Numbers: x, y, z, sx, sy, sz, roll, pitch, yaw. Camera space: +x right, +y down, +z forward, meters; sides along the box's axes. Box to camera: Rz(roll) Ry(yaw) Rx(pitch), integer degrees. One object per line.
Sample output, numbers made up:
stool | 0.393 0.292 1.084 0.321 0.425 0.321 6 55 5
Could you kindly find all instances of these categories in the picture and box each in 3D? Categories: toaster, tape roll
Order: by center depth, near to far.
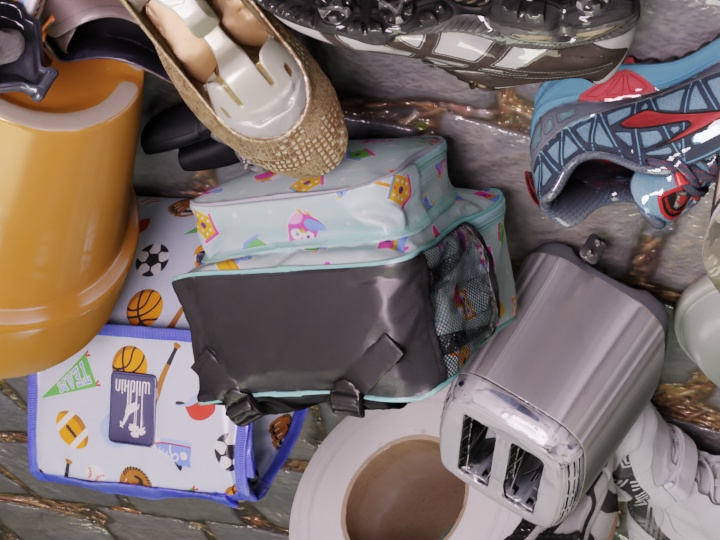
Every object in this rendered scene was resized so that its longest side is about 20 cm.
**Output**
toaster | 0.123 0.077 1.210 0.113 0.130 0.200 30 156 13
tape roll | 0.063 0.204 1.426 0.201 0.204 0.139 -3 149 31

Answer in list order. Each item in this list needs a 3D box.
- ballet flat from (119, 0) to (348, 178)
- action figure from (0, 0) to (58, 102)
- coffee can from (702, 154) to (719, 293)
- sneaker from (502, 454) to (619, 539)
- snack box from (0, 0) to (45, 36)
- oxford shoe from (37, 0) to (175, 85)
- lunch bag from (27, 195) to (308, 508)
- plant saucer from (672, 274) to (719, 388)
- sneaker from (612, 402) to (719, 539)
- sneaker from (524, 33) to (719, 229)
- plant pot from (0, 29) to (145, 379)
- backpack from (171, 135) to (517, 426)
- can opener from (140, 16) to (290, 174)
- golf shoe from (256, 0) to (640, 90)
ballet flat | -0.078 -0.120 0.961 0.200 0.070 0.065 47 -173 -15
action figure | -0.232 -0.160 0.897 0.198 0.195 0.105 13 -178 -12
coffee can | 0.232 -0.084 0.800 0.145 0.202 0.147 12 153 6
sneaker | 0.133 0.202 1.265 0.073 0.200 0.081 3 128 33
snack box | -0.251 -0.189 0.962 0.199 0.072 0.024 25 -163 -1
oxford shoe | -0.169 -0.159 0.999 0.198 0.073 0.071 18 153 -6
lunch bag | -0.119 0.054 1.235 0.168 0.202 0.124 3 151 23
plant saucer | 0.298 0.061 1.205 0.198 0.051 0.201 12 152 6
sneaker | 0.247 0.148 1.374 0.114 0.076 0.201 -3 145 16
sneaker | 0.177 -0.062 0.982 0.199 0.096 0.079 -9 145 38
plant pot | -0.208 -0.071 1.081 0.199 0.201 0.184 21 137 -12
backpack | 0.000 0.000 1.109 0.174 0.155 0.200 -8 -177 27
can opener | -0.078 -0.087 1.098 0.063 0.079 0.200 29 161 -15
golf shoe | 0.043 -0.125 0.954 0.198 0.078 0.095 8 153 15
